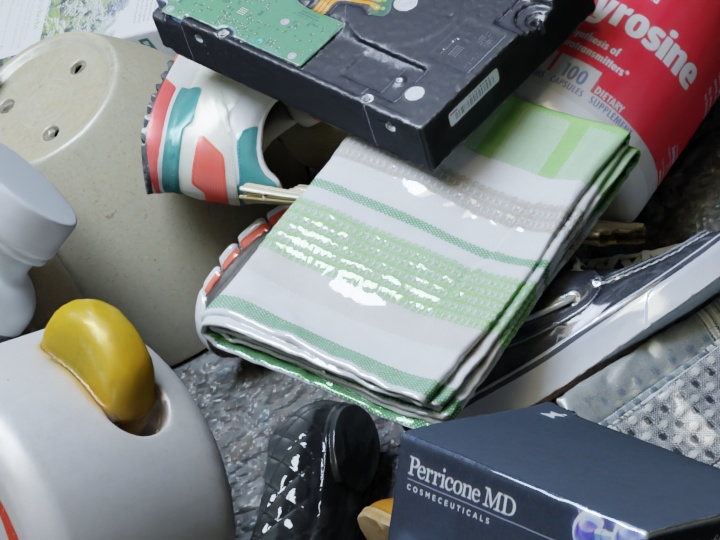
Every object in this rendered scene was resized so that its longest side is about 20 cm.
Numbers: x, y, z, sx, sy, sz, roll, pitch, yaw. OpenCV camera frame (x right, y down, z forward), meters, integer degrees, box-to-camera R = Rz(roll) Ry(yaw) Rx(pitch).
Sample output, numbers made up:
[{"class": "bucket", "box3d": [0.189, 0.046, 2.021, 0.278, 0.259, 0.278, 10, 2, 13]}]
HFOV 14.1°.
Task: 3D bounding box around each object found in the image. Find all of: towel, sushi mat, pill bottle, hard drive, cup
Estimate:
[{"class": "towel", "box3d": [0.197, 0.094, 1.370, 0.192, 0.035, 0.200, -34, 54, -16]}, {"class": "towel", "box3d": [0.030, -0.019, 1.453, 0.149, 0.031, 0.200, 22, 59, 27]}, {"class": "sushi mat", "box3d": [0.043, -0.030, 1.528, 0.200, 0.096, 0.012, 8, 95, 18]}, {"class": "pill bottle", "box3d": [-0.247, 0.024, 1.571, 0.200, 0.111, 0.111, -49, 42, 10]}, {"class": "hard drive", "box3d": [0.005, -0.138, 1.530, 0.200, 0.038, 0.140, 26, 59, 34]}, {"class": "pill bottle", "box3d": [0.150, -0.128, 1.584, 0.112, 0.112, 0.200, 14, 60, 40]}, {"class": "cup", "box3d": [-0.151, -0.056, 1.704, 0.200, 0.143, 0.200, -18, 47, 20]}]

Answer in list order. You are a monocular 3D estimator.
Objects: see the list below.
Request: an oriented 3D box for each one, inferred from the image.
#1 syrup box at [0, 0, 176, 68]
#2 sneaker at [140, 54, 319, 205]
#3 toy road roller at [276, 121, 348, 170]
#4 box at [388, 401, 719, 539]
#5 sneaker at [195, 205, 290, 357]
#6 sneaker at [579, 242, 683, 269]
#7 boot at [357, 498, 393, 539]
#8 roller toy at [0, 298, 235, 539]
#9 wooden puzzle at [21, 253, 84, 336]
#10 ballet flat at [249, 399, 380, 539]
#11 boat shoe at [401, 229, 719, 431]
[{"class": "syrup box", "box3d": [-0.154, -0.145, 1.827, 0.200, 0.081, 0.079, -11, 51, 25]}, {"class": "sneaker", "box3d": [-0.053, -0.121, 1.627, 0.093, 0.070, 0.200, 14, 64, 9]}, {"class": "toy road roller", "box3d": [0.036, -0.154, 1.683, 0.123, 0.146, 0.200, -5, 79, 55]}, {"class": "box", "box3d": [0.093, 0.179, 1.293, 0.148, 0.107, 0.200, 19, 108, 43]}, {"class": "sneaker", "box3d": [0.000, 0.000, 1.609, 0.200, 0.077, 0.082, -32, 49, 8]}, {"class": "sneaker", "box3d": [0.114, 0.021, 1.515, 0.200, 0.073, 0.072, -17, 45, 20]}, {"class": "boot", "box3d": [0.111, 0.113, 1.449, 0.201, 0.071, 0.144, 17, 60, 36]}, {"class": "roller toy", "box3d": [-0.160, 0.122, 1.513, 0.140, 0.200, 0.182, -21, 5, -39]}, {"class": "wooden puzzle", "box3d": [-0.242, 0.064, 1.654, 0.200, 0.185, 0.037, -30, 8, 8]}, {"class": "ballet flat", "box3d": [-0.037, 0.155, 1.516, 0.057, 0.066, 0.200, -22, 37, 42]}, {"class": "boat shoe", "box3d": [0.103, 0.024, 1.459, 0.200, 0.072, 0.068, -33, 77, 11]}]
